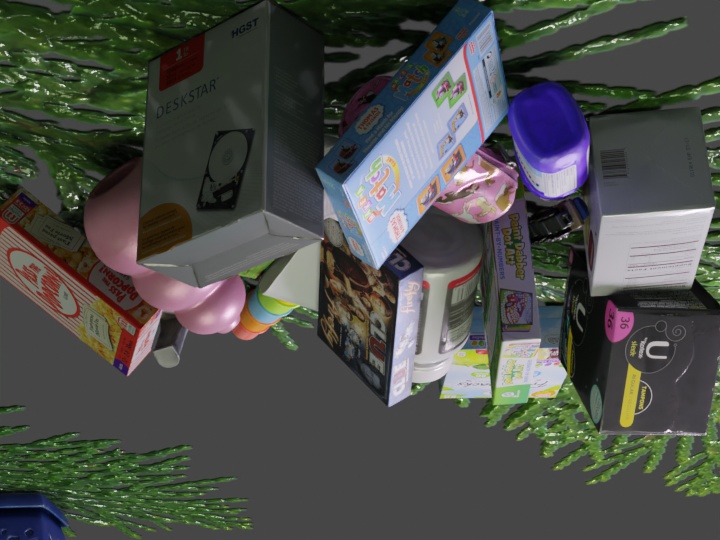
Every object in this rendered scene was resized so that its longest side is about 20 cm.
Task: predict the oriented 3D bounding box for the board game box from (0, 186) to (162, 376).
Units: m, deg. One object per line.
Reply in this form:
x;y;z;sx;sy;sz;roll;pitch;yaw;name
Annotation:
-0.311;0.015;1.508;0.200;0.046;0.152;38;152;4;board game box

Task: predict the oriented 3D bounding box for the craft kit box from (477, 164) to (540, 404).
0.156;0.019;1.476;0.048;0.198;0.200;-1;157;2;craft kit box

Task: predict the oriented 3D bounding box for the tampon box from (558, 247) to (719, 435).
0.312;0.076;1.557;0.126;0.151;0.200;2;-161;-6;tampon box

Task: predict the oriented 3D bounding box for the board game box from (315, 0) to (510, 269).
0.051;-0.115;1.189;0.037;0.200;0.151;32;164;25;board game box

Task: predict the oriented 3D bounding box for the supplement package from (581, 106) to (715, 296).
0.285;-0.064;1.395;0.109;0.114;0.200;-4;155;4;supplement package

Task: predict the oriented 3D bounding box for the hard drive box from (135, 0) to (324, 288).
-0.111;-0.105;1.184;0.155;0.201;0.077;-21;149;36;hard drive box

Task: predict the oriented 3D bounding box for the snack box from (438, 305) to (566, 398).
0.194;0.112;1.844;0.168;0.068;0.200;-1;158;-1;snack box

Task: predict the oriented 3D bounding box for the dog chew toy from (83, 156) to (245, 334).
-0.190;-0.017;1.407;0.124;0.125;0.200;-20;117;37;dog chew toy

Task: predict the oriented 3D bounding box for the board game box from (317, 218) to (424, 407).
0.008;0.035;1.493;0.035;0.135;0.201;-27;141;-28;board game box

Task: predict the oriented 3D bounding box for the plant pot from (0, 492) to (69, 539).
-0.657;0.524;2.603;0.199;0.181;0.200;-3;156;4;plant pot

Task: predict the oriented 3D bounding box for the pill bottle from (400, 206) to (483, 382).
0.073;0.031;1.536;0.110;0.111;0.201;1;135;-4;pill bottle

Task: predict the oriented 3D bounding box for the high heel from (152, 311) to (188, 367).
-0.239;-0.005;1.604;0.071;0.143;0.201;-8;121;8;high heel

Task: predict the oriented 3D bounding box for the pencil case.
0.068;-0.112;1.321;0.200;0.087;0.083;25;-172;-44;pencil case

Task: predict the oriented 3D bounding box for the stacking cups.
-0.108;0.034;1.687;0.060;0.061;0.200;9;159;-21;stacking cups

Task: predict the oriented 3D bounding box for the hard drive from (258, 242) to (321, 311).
0.000;0.000;1.575;0.199;0.027;0.132;18;123;-36;hard drive

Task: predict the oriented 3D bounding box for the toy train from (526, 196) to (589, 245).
0.203;-0.051;1.442;0.046;0.034;0.200;-29;180;-4;toy train

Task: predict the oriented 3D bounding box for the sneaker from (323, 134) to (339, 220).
-0.068;-0.101;1.279;0.118;0.074;0.200;30;177;8;sneaker

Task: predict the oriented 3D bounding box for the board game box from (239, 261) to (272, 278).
-0.120;-0.057;1.479;0.101;0.048;0.200;11;153;-25;board game box

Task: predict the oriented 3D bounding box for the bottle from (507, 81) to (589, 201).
0.182;-0.113;1.317;0.065;0.084;0.200;-24;166;4;bottle
